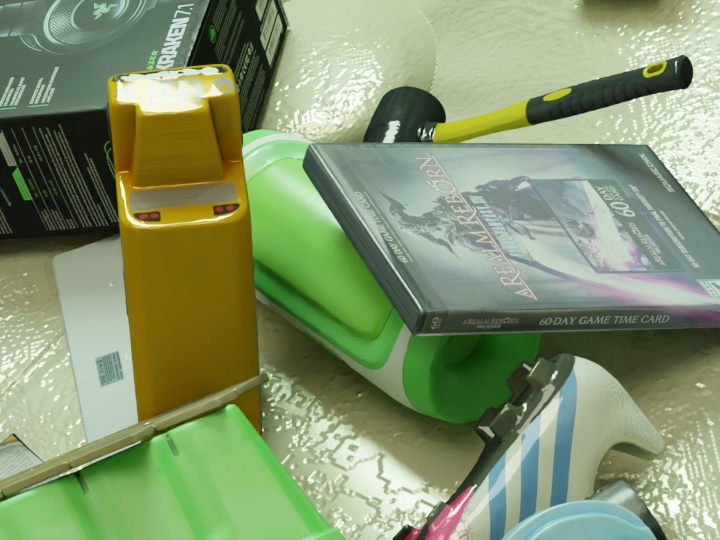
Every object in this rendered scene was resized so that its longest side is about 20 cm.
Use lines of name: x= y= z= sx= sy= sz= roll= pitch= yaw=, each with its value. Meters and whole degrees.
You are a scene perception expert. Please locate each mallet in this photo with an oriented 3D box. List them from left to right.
mallet: x=0.080 y=-0.073 z=1.556 sx=0.200 sy=0.041 sz=0.066 roll=-8 pitch=45 yaw=40

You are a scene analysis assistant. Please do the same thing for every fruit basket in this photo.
fruit basket: x=-0.091 y=0.184 z=1.347 sx=0.216 sy=0.156 sz=0.216 roll=2 pitch=79 yaw=-10

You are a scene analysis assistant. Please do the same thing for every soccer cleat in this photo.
soccer cleat: x=0.064 y=0.132 z=1.379 sx=0.200 sy=0.086 sz=0.070 roll=-53 pitch=4 yaw=-6

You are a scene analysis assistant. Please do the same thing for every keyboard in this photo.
keyboard: x=-0.124 y=0.050 z=1.579 sx=0.056 sy=0.011 sz=0.200 roll=-24 pitch=43 yaw=6

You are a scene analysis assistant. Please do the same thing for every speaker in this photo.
speaker: x=0.000 y=0.000 z=1.521 sx=0.088 sy=0.088 sz=0.200 roll=-39 pitch=46 yaw=-17

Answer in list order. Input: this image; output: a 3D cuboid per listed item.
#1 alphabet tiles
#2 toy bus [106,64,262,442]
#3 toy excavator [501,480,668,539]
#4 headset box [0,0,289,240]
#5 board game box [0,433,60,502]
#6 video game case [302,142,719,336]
alphabet tiles: x=-0.143 y=0.092 z=1.403 sx=0.200 sy=0.006 sz=0.166 roll=-23 pitch=0 yaw=11
toy bus: x=-0.085 y=-0.003 z=1.467 sx=0.065 sy=0.200 sz=0.078 roll=-5 pitch=42 yaw=-4
toy excavator: x=0.126 y=0.184 z=1.237 sx=0.100 sy=0.200 sz=0.195 roll=-31 pitch=86 yaw=-8
headset box: x=-0.161 y=-0.108 z=1.680 sx=0.200 sy=0.093 sz=0.174 roll=-4 pitch=43 yaw=20
board game box: x=-0.207 y=0.182 z=1.464 sx=0.200 sy=0.035 sz=0.135 roll=-38 pitch=45 yaw=-16
video game case: x=0.088 y=-0.018 z=1.473 sx=0.200 sy=0.019 sz=0.143 roll=0 pitch=36 yaw=-28
